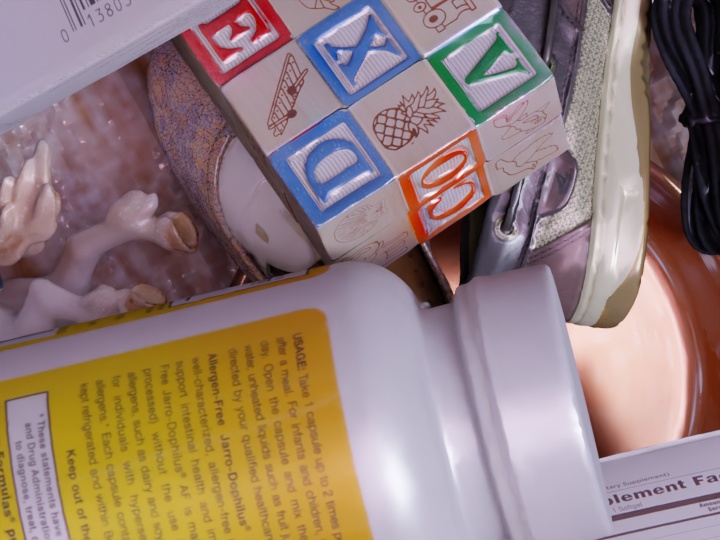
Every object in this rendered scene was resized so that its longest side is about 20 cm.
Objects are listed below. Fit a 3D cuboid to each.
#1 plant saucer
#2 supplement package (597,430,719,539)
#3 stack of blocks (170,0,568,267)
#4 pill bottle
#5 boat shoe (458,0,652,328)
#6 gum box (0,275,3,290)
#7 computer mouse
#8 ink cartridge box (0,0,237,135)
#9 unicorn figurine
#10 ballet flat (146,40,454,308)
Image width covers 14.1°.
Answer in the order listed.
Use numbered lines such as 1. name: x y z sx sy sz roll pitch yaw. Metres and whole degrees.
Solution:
1. plant saucer: 0.044 0.044 1.022 0.200 0.032 0.201 -1 97 -9
2. supplement package: 0.076 0.174 0.964 0.155 0.111 0.200 -13 129 -8
3. stack of blocks: -0.014 -0.108 0.926 0.115 0.059 0.200 -33 68 -4
4. pill bottle: -0.031 0.061 0.874 0.199 0.113 0.113 -14 100 5
5. boat shoe: 0.057 -0.081 0.967 0.066 0.072 0.201 1 80 -16
6. gum box: -0.226 -0.056 0.907 0.200 0.045 0.170 -8 101 23
7. computer mouse: 0.186 -0.079 0.998 0.200 0.046 0.141 -29 128 -29
8. ink cartridge box: -0.130 -0.134 0.898 0.045 0.200 0.177 -23 89 -51
9. unicorn figurine: -0.089 0.066 0.977 0.137 0.074 0.200 -27 80 29
10. ballet flat: 0.000 0.000 0.958 0.068 0.067 0.200 -36 101 -4
